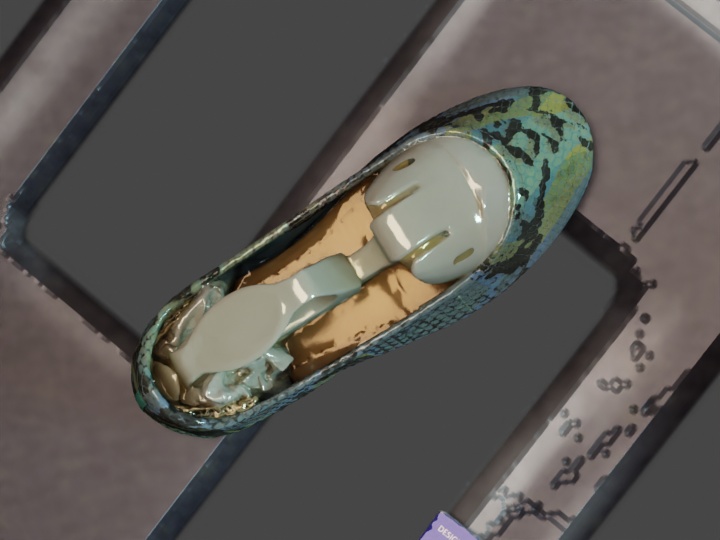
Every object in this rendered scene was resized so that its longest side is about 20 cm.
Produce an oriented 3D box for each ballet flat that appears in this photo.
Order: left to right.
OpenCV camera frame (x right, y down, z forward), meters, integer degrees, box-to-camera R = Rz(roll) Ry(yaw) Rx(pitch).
[{"bbox_3d":[0.000,0.000,0.947,0.199,0.074,0.074,-36,83,6],"label":"ballet flat"}]

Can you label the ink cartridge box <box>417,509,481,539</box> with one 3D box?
[{"bbox_3d":[0.005,0.198,0.957,0.094,0.037,0.201,37,92,9],"label":"ink cartridge box"}]
